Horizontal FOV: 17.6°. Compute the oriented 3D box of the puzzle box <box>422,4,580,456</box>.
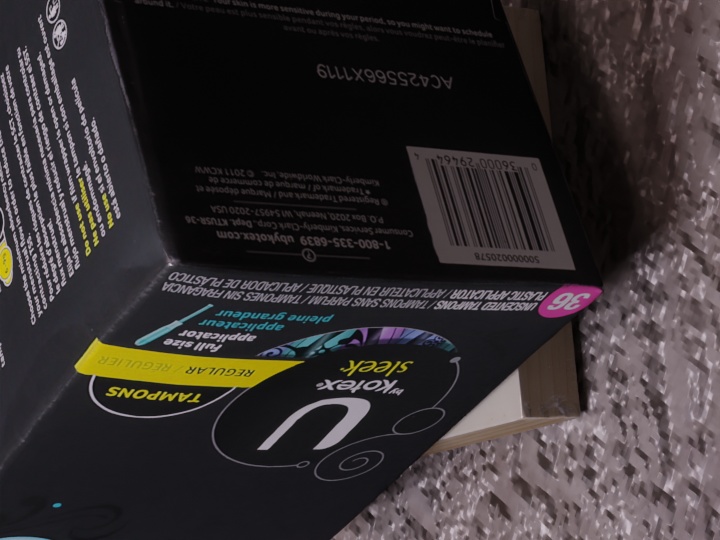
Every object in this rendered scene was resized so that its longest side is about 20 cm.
[{"bbox_3d":[0.000,0.000,0.799,0.200,0.025,0.134,-19,73,55],"label":"puzzle box"}]

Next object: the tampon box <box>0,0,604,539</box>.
[{"bbox_3d":[-0.052,0.001,0.719,0.200,0.149,0.127,-48,50,45],"label":"tampon box"}]
